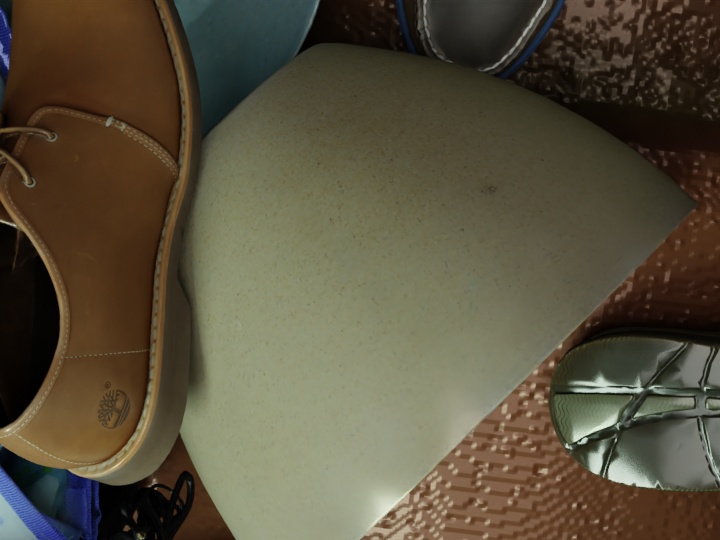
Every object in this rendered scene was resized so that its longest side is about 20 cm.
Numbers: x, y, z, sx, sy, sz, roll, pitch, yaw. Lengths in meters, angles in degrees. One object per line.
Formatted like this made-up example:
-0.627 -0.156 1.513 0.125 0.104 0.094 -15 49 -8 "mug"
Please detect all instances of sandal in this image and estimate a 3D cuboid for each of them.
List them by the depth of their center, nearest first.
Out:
0.173 0.062 1.020 0.199 0.055 0.082 7 101 13 "sandal"

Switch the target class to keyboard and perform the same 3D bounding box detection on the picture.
-0.110 0.121 0.958 0.104 0.200 0.040 -24 99 8 "keyboard"

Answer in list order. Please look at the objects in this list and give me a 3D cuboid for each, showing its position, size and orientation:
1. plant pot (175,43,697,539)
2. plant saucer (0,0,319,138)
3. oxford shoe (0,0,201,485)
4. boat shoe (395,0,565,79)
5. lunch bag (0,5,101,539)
0.000 0.000 0.936 0.134 0.200 0.200 45 102 3 "plant pot"
-0.105 -0.133 0.959 0.200 0.039 0.202 3 108 9 "plant saucer"
-0.098 -0.034 0.879 0.071 0.071 0.201 -18 68 35 "oxford shoe"
0.058 -0.157 0.941 0.072 0.072 0.201 14 106 -3 "boat shoe"
-0.189 0.019 0.944 0.170 0.127 0.201 -12 98 30 "lunch bag"
